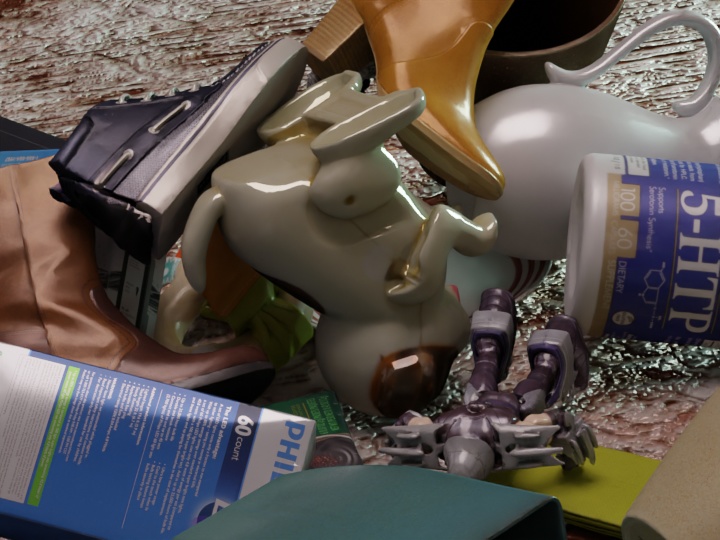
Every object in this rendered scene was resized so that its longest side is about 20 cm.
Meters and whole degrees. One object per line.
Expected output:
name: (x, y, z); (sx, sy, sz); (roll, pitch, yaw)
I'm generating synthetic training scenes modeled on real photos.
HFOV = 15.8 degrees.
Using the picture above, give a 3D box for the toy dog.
toy dog: (0.000, 0.000, 1.666); (0.194, 0.201, 0.139); (-37, 22, -24)

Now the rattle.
rattle: (-0.121, -0.011, 1.794); (0.130, 0.143, 0.200); (-40, 36, 7)

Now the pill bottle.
pill bottle: (0.238, -0.009, 1.694); (0.199, 0.120, 0.120); (5, 27, -1)

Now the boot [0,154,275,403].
boot: (-0.165, 0.015, 1.678); (0.187, 0.069, 0.201); (-15, 63, -1)

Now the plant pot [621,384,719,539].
plant pot: (0.247, 0.116, 1.415); (0.199, 0.188, 0.187); (-32, 32, -15)

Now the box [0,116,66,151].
box: (-0.305, -0.028, 1.922); (0.182, 0.105, 0.199); (-28, 33, -33)

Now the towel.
towel: (0.160, 0.136, 1.559); (0.199, 0.018, 0.086); (13, 28, 38)

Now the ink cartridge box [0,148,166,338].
ink cartridge box: (-0.200, 0.023, 1.749); (0.115, 0.201, 0.068); (-1, -18, 30)

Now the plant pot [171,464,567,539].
plant pot: (-0.003, 0.188, 1.372); (0.141, 0.142, 0.199); (-28, 27, -35)

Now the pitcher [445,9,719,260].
pitcher: (0.164, -0.095, 1.808); (0.199, 0.173, 0.121); (-2, 1, -14)

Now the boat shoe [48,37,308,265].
boat shoe: (-0.120, -0.099, 1.688); (0.092, 0.075, 0.200); (29, 53, 14)

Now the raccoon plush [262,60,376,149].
raccoon plush: (-0.013, -0.100, 1.908); (0.200, 0.097, 0.134); (-44, -1, 19)

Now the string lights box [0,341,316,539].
string lights box: (-0.133, 0.118, 1.512); (0.199, 0.059, 0.103); (14, 68, 3)

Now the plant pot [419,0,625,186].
plant pot: (0.093, -0.156, 1.930); (0.186, 0.201, 0.188); (3, 50, -3)

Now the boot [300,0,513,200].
boot: (0.066, -0.150, 1.751); (0.144, 0.071, 0.201); (-43, 59, -10)

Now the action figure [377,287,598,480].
action figure: (0.087, 0.087, 1.592); (0.129, 0.070, 0.200); (9, 29, 15)

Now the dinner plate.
dinner plate: (0.039, 0.006, 1.843); (0.199, 0.024, 0.200); (-6, 26, 3)

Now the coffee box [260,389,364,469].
coffee box: (-0.098, 0.138, 1.594); (0.199, 0.044, 0.123); (-12, 27, -6)
